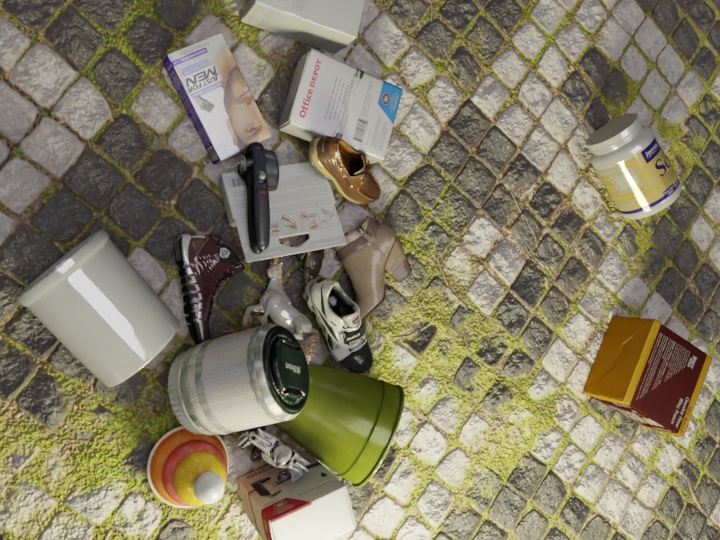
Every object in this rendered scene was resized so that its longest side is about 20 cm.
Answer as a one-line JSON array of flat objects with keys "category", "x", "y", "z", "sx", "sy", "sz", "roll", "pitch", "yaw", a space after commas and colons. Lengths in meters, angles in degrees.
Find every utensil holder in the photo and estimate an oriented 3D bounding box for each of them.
[{"category": "utensil holder", "x": -0.415, "y": 0.061, "z": 1.175, "sx": 0.170, "sy": 0.170, "sz": 0.200, "roll": -44, "pitch": 109, "yaw": -17}]

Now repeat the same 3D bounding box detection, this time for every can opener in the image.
[{"category": "can opener", "x": -0.175, "y": -0.129, "z": 1.266, "sx": 0.078, "sy": 0.063, "sz": 0.201, "roll": 4, "pitch": 68, "yaw": -19}]

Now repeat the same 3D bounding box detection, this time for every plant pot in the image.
[{"category": "plant pot", "x": -0.051, "y": 0.261, "z": 1.335, "sx": 0.192, "sy": 0.200, "sz": 0.201, "roll": 27, "pitch": 80, "yaw": -9}]

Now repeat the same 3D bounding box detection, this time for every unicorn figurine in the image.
[{"category": "unicorn figurine", "x": -0.147, "y": 0.071, "z": 1.326, "sx": 0.201, "sy": 0.074, "sz": 0.137, "roll": 56, "pitch": 37, "yaw": -14}]

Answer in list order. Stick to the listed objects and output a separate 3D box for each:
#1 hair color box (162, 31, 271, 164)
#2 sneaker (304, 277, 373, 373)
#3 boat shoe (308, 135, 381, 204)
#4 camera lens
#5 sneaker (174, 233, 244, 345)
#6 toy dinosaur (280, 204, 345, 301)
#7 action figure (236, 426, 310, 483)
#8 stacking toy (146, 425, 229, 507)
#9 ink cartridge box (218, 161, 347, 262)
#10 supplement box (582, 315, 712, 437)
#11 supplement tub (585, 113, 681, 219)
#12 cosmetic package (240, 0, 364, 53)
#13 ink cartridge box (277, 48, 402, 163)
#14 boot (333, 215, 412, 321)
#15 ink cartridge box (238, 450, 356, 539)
[{"category": "hair color box", "x": -0.254, "y": -0.304, "z": 1.297, "sx": 0.109, "sy": 0.065, "sz": 0.201, "roll": -30, "pitch": 104, "yaw": -21}, {"category": "sneaker", "x": -0.027, "y": 0.105, "z": 1.335, "sx": 0.074, "sy": 0.088, "sz": 0.201, "roll": -38, "pitch": 105, "yaw": -29}, {"category": "boat shoe", "x": -0.015, "y": -0.183, "z": 1.363, "sx": 0.200, "sy": 0.067, "sz": 0.072, "roll": 37, "pitch": 56, "yaw": -48}, {"category": "camera lens", "x": -0.197, "y": 0.184, "z": 1.216, "sx": 0.199, "sy": 0.160, "sz": 0.161, "roll": -16, "pitch": 99, "yaw": 21}, {"category": "sneaker", "x": -0.256, "y": 0.029, "z": 1.294, "sx": 0.115, "sy": 0.076, "sz": 0.201, "roll": -10, "pitch": 94, "yaw": -26}, {"category": "toy dinosaur", "x": -0.098, "y": -0.045, "z": 1.379, "sx": 0.088, "sy": 0.047, "sz": 0.201, "roll": 22, "pitch": 79, "yaw": -26}, {"category": "action figure", "x": -0.159, "y": 0.312, "z": 1.268, "sx": 0.069, "sy": 0.200, "sz": 0.130, "roll": -44, "pitch": 105, "yaw": -15}, {"category": "stacking toy", "x": -0.273, "y": 0.347, "z": 1.219, "sx": 0.145, "sy": 0.200, "sz": 0.147, "roll": 0, "pitch": 91, "yaw": -23}, {"category": "ink cartridge box", "x": -0.140, "y": -0.105, "z": 1.328, "sx": 0.199, "sy": 0.044, "sz": 0.175, "roll": -11, "pitch": 75, "yaw": -23}, {"category": "supplement box", "x": 0.652, "y": 0.238, "z": 1.657, "sx": 0.199, "sy": 0.133, "sz": 0.198, "roll": 29, "pitch": 79, "yaw": -21}, {"category": "supplement tub", "x": 0.606, "y": -0.231, "z": 1.626, "sx": 0.145, "sy": 0.145, "sz": 0.200, "roll": -40, "pitch": 106, "yaw": -18}, {"category": "cosmetic package", "x": -0.106, "y": -0.475, "z": 1.334, "sx": 0.199, "sy": 0.113, "sz": 0.082, "roll": 11, "pitch": 86, "yaw": -25}, {"category": "ink cartridge box", "x": -0.038, "y": -0.305, "z": 1.378, "sx": 0.199, "sy": 0.084, "sz": 0.147, "roll": 19, "pitch": 84, "yaw": -22}, {"category": "boot", "x": 0.000, "y": 0.000, "z": 1.415, "sx": 0.146, "sy": 0.070, "sz": 0.200, "roll": 46, "pitch": 78, "yaw": -8}, {"category": "ink cartridge box", "x": -0.117, "y": 0.406, "z": 1.284, "sx": 0.146, "sy": 0.200, "sz": 0.083, "roll": -18, "pitch": 103, "yaw": -23}]
